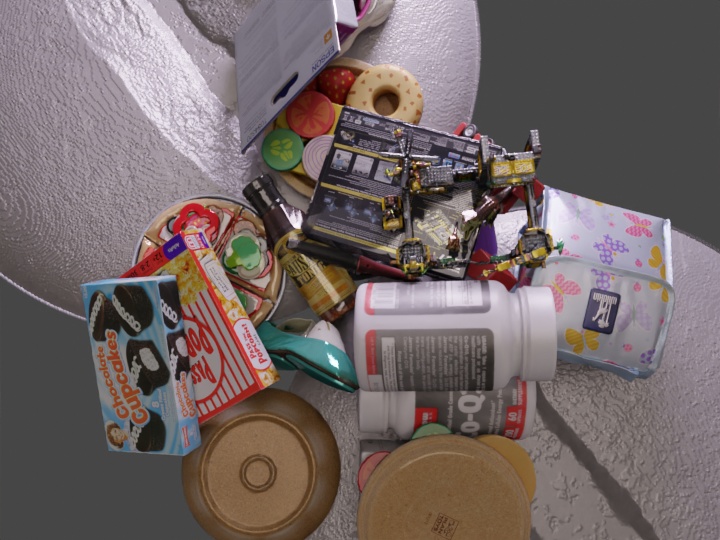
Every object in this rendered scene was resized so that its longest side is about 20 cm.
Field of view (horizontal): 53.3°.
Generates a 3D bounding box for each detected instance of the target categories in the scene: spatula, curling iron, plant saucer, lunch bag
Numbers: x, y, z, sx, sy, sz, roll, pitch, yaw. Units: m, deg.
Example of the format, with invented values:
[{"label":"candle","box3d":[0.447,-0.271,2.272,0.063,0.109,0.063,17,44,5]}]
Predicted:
[{"label":"spatula","box3d":[0.082,-0.016,0.924,0.198,0.021,0.057,-13,101,-1]},{"label":"curling iron","box3d":[0.000,0.000,0.874,0.199,0.026,0.050,24,52,-25]},{"label":"plant saucer","box3d":[-0.123,0.245,0.877,0.198,0.035,0.202,0,82,-2]},{"label":"lunch bag","box3d":[0.272,0.018,0.848,0.168,0.127,0.201,16,57,1]}]

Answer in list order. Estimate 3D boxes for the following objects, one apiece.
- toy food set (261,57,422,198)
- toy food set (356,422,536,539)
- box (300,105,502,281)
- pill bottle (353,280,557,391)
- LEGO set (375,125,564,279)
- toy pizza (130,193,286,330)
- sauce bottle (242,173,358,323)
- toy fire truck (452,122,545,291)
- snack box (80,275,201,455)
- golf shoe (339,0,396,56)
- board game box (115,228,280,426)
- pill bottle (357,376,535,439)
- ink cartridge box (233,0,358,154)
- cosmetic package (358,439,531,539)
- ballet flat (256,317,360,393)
[{"label":"toy food set","box3d":[-0.026,-0.180,0.922,0.198,0.049,0.200,16,82,0]},{"label":"toy food set","box3d":[0.089,0.269,0.787,0.196,0.049,0.202,9,94,-2]},{"label":"box","box3d":[0.049,-0.089,0.838,0.198,0.049,0.163,16,81,11]},{"label":"pill bottle","box3d":[0.097,0.068,0.747,0.198,0.114,0.115,-1,82,7]},{"label":"LEGO set","box3d":[0.113,-0.068,0.741,0.198,0.116,0.155,3,81,7]},{"label":"toy pizza","box3d":[-0.193,-0.001,0.909,0.198,0.032,0.202,0,82,-2]},{"label":"sauce bottle","box3d":[-0.076,-0.027,0.894,0.066,0.066,0.201,-37,90,-6]},{"label":"toy fire truck","box3d":[0.148,-0.080,0.882,0.141,0.049,0.200,-52,45,14]},{"label":"snack box","box3d":[-0.253,0.109,0.828,0.115,0.037,0.202,-4,98,26]},{"label":"golf shoe","box3d":[0.005,-0.351,0.913,0.075,0.091,0.201,39,63,-8]},{"label":"board game box","box3d":[-0.203,0.076,0.847,0.151,0.046,0.201,-32,85,25]},{"label":"pill bottle","box3d":[0.096,0.143,0.850,0.198,0.114,0.115,0,82,-2]},{"label":"ink cartridge box","box3d":[-0.081,-0.263,0.849,0.043,0.196,0.202,14,55,-38]},{"label":"cosmetic package","box3d":[0.097,0.262,0.857,0.198,0.085,0.109,0,87,0]},{"label":"ballet flat","box3d":[-0.064,0.088,0.837,0.067,0.199,0.071,41,67,-36]}]
